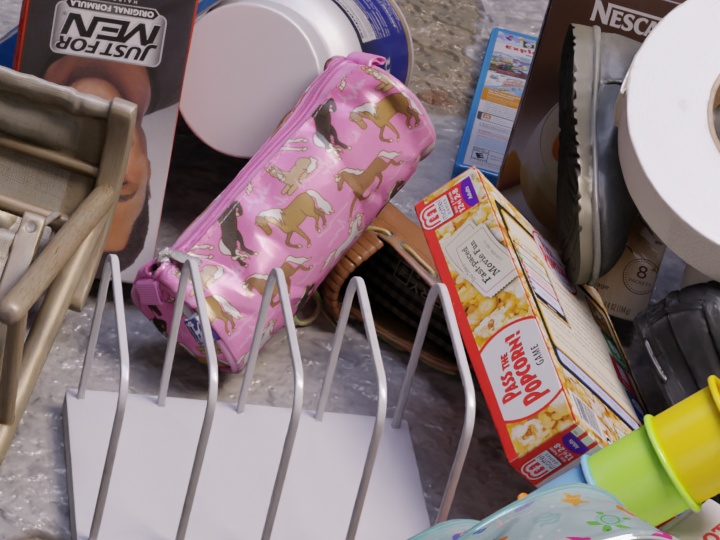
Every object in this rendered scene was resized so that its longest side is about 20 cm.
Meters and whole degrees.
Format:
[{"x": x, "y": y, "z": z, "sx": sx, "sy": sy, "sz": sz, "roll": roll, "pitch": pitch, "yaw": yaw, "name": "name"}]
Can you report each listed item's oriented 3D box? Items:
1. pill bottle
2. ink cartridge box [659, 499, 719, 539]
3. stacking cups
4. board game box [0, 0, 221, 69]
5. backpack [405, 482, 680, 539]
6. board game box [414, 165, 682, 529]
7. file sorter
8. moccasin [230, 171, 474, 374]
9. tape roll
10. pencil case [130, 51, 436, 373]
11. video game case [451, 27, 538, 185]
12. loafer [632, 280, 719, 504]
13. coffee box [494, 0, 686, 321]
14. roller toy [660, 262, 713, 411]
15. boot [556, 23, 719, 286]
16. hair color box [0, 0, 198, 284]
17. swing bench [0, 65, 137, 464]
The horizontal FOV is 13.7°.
[{"x": -0.043, "y": -0.128, "z": 1.877, "sx": 0.115, "sy": 0.116, "sz": 0.200, "roll": 22, "pitch": 14, "yaw": 11, "name": "pill bottle"}, {"x": 0.212, "y": 0.224, "z": 1.533, "sx": 0.200, "sy": 0.085, "sz": 0.145, "roll": 32, "pitch": 36, "yaw": 24, "name": "ink cartridge box"}, {"x": 0.112, "y": 0.125, "z": 1.564, "sx": 0.199, "sy": 0.061, "sz": 0.061, "roll": -28, "pitch": 33, "yaw": 13, "name": "stacking cups"}, {"x": -0.129, "y": -0.185, "z": 1.900, "sx": 0.056, "sy": 0.200, "sz": 0.196, "roll": 54, "pitch": 29, "yaw": -9, "name": "board game box"}, {"x": 0.075, "y": 0.199, "z": 1.405, "sx": 0.199, "sy": 0.178, "sz": 0.150, "roll": -29, "pitch": 27, "yaw": -14, "name": "backpack"}, {"x": 0.111, "y": 0.057, "z": 1.676, "sx": 0.151, "sy": 0.046, "sz": 0.200, "roll": 43, "pitch": 20, "yaw": -43, "name": "board game box"}, {"x": -0.051, "y": 0.077, "z": 1.615, "sx": 0.199, "sy": 0.125, "sz": 0.139, "roll": 5, "pitch": 34, "yaw": -13, "name": "file sorter"}, {"x": -0.001, "y": 0.001, "z": 1.801, "sx": 0.201, "sy": 0.074, "sz": 0.078, "roll": 37, "pitch": 30, "yaw": 15, "name": "moccasin"}, {"x": 0.244, "y": -0.075, "z": 1.682, "sx": 0.202, "sy": 0.037, "sz": 0.204, "roll": 2, "pitch": 59, "yaw": -3, "name": "tape roll"}, {"x": -0.042, "y": -0.035, "z": 1.733, "sx": 0.083, "sy": 0.087, "sz": 0.200, "roll": 39, "pitch": 76, "yaw": 11, "name": "pencil case"}, {"x": 0.145, "y": -0.097, "z": 2.044, "sx": 0.142, "sy": 0.018, "sz": 0.200, "roll": 15, "pitch": 33, "yaw": 2, "name": "video game case"}, {"x": 0.209, "y": 0.106, "z": 1.664, "sx": 0.068, "sy": 0.070, "sz": 0.201, "roll": -13, "pitch": 83, "yaw": -61, "name": "loafer"}, {"x": 0.150, "y": -0.083, "z": 1.847, "sx": 0.114, "sy": 0.201, "sz": 0.080, "roll": 15, "pitch": 16, "yaw": 3, "name": "coffee box"}, {"x": 0.272, "y": 0.050, "z": 1.764, "sx": 0.181, "sy": 0.140, "sz": 0.200, "roll": 5, "pitch": 24, "yaw": -8, "name": "roller toy"}, {"x": 0.216, "y": -0.068, "z": 1.737, "sx": 0.199, "sy": 0.073, "sz": 0.183, "roll": 7, "pitch": 66, "yaw": -6, "name": "boot"}, {"x": -0.157, "y": -0.099, "z": 1.758, "sx": 0.101, "sy": 0.201, "sz": 0.061, "roll": 7, "pitch": 16, "yaw": -10, "name": "hair color box"}, {"x": -0.253, "y": -0.025, "z": 1.661, "sx": 0.198, "sy": 0.130, "sz": 0.200, "roll": 18, "pitch": 41, "yaw": 4, "name": "swing bench"}]
